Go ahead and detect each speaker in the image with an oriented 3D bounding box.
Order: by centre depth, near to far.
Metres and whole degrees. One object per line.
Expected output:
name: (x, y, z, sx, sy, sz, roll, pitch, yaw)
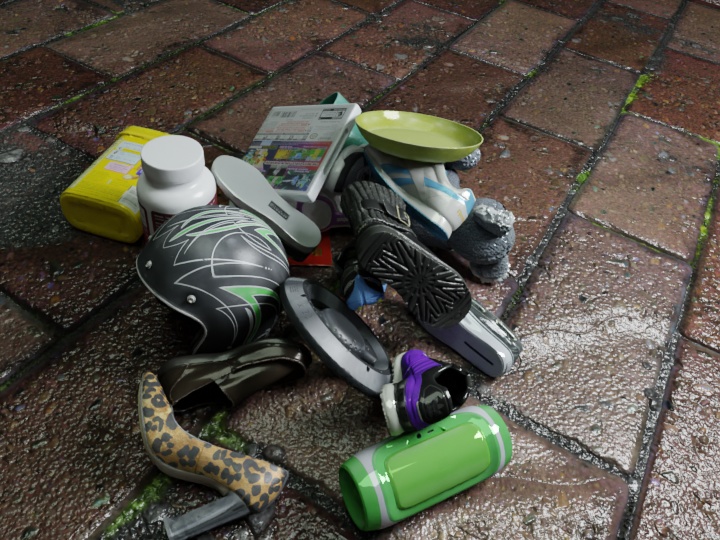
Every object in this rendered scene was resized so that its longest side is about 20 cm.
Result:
speaker: (0.077, 0.225, 0.719, 0.197, 0.090, 0.089, -16, 47, -23)

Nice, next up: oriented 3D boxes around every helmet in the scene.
helmet: (-0.191, 0.008, 0.828, 0.195, 0.193, 0.202, 5, 42, -4)

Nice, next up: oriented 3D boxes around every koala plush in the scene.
koala plush: (0.165, -0.077, 1.002, 0.183, 0.179, 0.199, -37, 58, -24)

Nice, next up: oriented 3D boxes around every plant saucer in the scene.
plant saucer: (0.086, -0.202, 0.943, 0.196, 0.032, 0.201, 7, 26, -4)

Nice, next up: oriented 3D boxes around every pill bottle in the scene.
pill bottle: (-0.266, -0.087, 0.912, 0.110, 0.202, 0.114, 4, 43, -4)

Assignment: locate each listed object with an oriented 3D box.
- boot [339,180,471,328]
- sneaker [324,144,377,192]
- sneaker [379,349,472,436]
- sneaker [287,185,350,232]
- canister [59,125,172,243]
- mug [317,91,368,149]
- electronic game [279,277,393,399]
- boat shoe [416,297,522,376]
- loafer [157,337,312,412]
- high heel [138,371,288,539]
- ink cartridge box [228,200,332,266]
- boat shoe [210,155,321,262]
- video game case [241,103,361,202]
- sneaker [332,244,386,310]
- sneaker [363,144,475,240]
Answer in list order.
boot: (0.063, -0.028, 0.862, 0.211, 0.079, 0.159, 42, 15, -28)
sneaker: (0.026, -0.153, 1.029, 0.113, 0.076, 0.200, 34, 30, 13)
sneaker: (0.089, 0.141, 0.756, 0.098, 0.071, 0.200, -17, 6, 13)
sneaker: (-0.052, -0.113, 1.062, 0.197, 0.076, 0.100, 8, 32, -29)
canister: (-0.386, -0.147, 1.044, 0.146, 0.088, 0.202, 15, 45, 8)
mug: (-0.059, -0.215, 1.119, 0.114, 0.151, 0.187, 42, 52, -23)
electronic game: (-0.028, 0.085, 0.803, 0.042, 0.199, 0.201, -44, 51, 11)
boat shoe: (0.150, 0.072, 0.913, 0.070, 0.073, 0.200, -25, 62, -42)
loafer: (-0.155, 0.143, 0.789, 0.196, 0.074, 0.072, -11, 49, -6)
high heel: (-0.174, 0.192, 0.718, 0.140, 0.072, 0.202, -18, 65, -17)
ink cartridge box: (-0.137, -0.087, 1.049, 0.170, 0.044, 0.202, -1, 44, -7)
boat shoe: (-0.152, -0.088, 0.942, 0.199, 0.064, 0.071, 42, 46, -5)
video game case: (-0.113, -0.195, 1.014, 0.197, 0.023, 0.185, 9, 64, 38)
sneaker: (0.000, 0.000, 0.902, 0.069, 0.084, 0.200, -13, 7, 0)
sneaker: (0.083, -0.133, 0.930, 0.081, 0.077, 0.200, -44, 66, -4)
